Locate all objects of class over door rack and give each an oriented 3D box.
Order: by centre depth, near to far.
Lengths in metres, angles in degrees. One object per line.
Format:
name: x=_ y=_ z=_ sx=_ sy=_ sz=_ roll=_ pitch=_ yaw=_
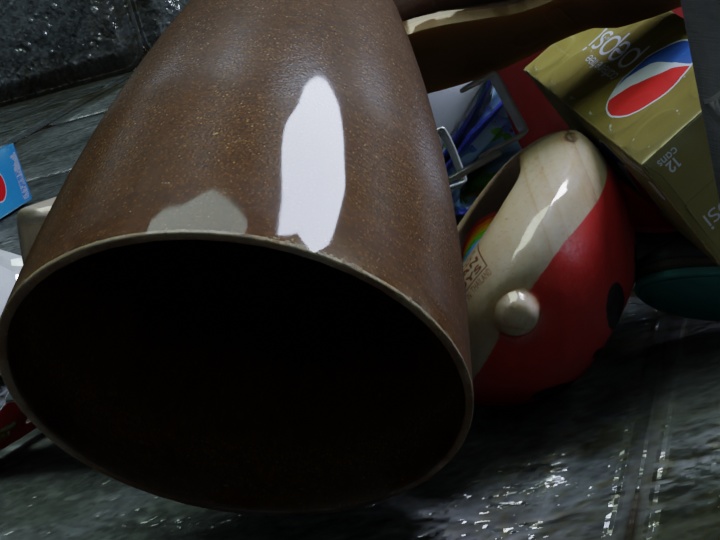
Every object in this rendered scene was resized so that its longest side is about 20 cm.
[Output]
over door rack: x=0.000 y=0.000 z=0.936 sx=0.200 sy=0.067 sz=0.148 roll=-42 pitch=1 yaw=-12

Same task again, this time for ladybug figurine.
ladybug figurine: x=0.077 y=0.005 z=0.866 sx=0.136 sy=0.072 sz=0.200 roll=-54 pitch=3 yaw=15

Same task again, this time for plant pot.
plant pot: x=-0.039 y=-0.033 z=0.789 sx=0.186 sy=0.187 sz=0.201 roll=-11 pitch=49 yaw=23

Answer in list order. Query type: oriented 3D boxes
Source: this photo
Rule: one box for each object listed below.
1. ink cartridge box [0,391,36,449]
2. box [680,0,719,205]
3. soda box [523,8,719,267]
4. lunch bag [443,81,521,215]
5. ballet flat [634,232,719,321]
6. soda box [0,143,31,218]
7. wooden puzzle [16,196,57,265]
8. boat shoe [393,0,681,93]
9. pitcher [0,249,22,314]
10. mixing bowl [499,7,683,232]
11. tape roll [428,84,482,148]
ink cartridge box: x=-0.113 y=0.035 z=1.008 sx=0.161 sy=0.050 sz=0.200 roll=-32 pitch=-18 yaw=-54
box: x=0.170 y=-0.025 z=0.642 sx=0.048 sy=0.201 sz=0.158 roll=-15 pitch=13 yaw=-9
soda box: x=0.141 y=-0.072 z=0.873 sx=0.068 sy=0.064 sz=0.200 roll=-41 pitch=19 yaw=4
lunch bag: x=0.131 y=-0.111 z=1.274 sx=0.199 sy=0.128 sz=0.170 roll=-27 pitch=13 yaw=12
ballet flat: x=0.209 y=-0.011 z=0.826 sx=0.073 sy=0.074 sz=0.199 roll=-27 pitch=19 yaw=-39
soda box: x=-0.404 y=-0.067 z=1.881 sx=0.067 sy=0.065 sz=0.200 roll=-12 pitch=13 yaw=19
wooden puzzle: x=-0.105 y=-0.013 z=1.085 sx=0.184 sy=0.037 sz=0.200 roll=-20 pitch=-28 yaw=-18
boat shoe: x=0.068 y=-0.137 z=0.883 sx=0.199 sy=0.071 sz=0.070 roll=-17 pitch=-19 yaw=13
pitcher: x=-0.254 y=0.037 z=1.140 sx=0.171 sy=0.122 sz=0.200 roll=-4 pitch=6 yaw=32
mixing bowl: x=0.163 y=-0.090 z=1.052 sx=0.198 sy=0.109 sz=0.200 roll=5 pitch=-26 yaw=2
tape roll: x=0.018 y=-0.094 z=1.197 sx=0.201 sy=0.066 sz=0.200 roll=-57 pitch=3 yaw=5
